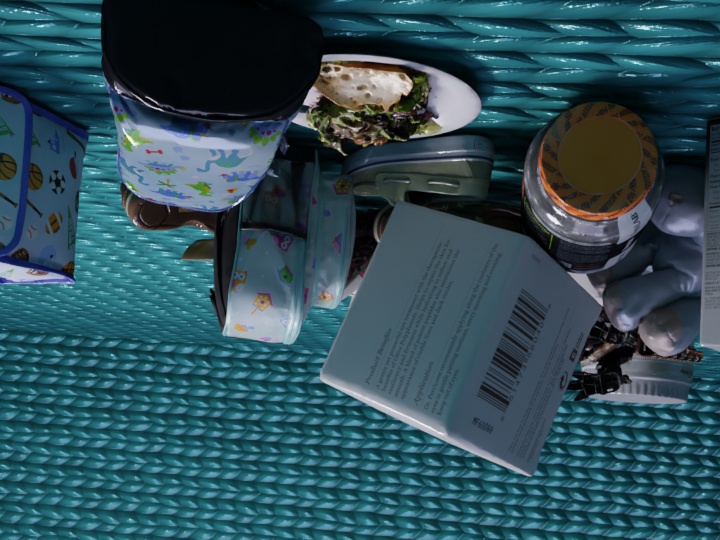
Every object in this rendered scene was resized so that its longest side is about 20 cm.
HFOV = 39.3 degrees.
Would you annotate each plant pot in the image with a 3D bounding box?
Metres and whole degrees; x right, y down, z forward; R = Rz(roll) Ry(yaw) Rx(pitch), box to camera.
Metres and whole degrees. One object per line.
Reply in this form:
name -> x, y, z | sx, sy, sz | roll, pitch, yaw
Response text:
plant pot -> -0.128, -0.028, 1.284 | 0.197, 0.028, 0.200 | -1, -179, 0

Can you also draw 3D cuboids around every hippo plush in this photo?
hippo plush -> 0.338, -0.016, 1.020 | 0.198, 0.160, 0.162 | 22, 141, 7

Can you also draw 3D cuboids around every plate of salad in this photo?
plate of salad -> 0.005, -0.138, 0.872 | 0.197, 0.049, 0.200 | 4, 169, 1

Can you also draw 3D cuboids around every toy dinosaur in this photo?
toy dinosaur -> 0.288, 0.078, 1.174 | 0.198, 0.103, 0.136 | -15, -176, 26

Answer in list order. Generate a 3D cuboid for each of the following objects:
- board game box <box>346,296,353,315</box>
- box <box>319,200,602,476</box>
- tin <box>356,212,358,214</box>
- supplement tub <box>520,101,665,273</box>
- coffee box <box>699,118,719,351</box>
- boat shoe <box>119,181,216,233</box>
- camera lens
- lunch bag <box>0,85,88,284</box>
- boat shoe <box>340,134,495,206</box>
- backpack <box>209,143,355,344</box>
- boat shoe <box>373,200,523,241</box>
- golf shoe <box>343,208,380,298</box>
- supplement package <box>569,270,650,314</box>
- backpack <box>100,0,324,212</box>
board game box -> 0.088, 0.051, 1.462 | 0.146, 0.065, 0.200 | 22, -158, 19
box -> 0.105, 0.071, 1.019 | 0.170, 0.201, 0.200 | 18, 170, 39
tin -> -0.061, -0.058, 1.354 | 0.198, 0.042, 0.112 | 9, 173, -19
supplement tub -> 0.208, -0.073, 0.919 | 0.121, 0.124, 0.200 | 3, 170, 8
coffee box -> 0.362, -0.027, 0.881 | 0.114, 0.203, 0.079 | 14, 167, -41
boat shoe -> -0.192, -0.090, 1.209 | 0.201, 0.075, 0.075 | 5, -153, -40
camera lens -> 0.399, 0.084, 1.454 | 0.158, 0.203, 0.160 | 5, 170, 1
lunch bag -> -0.363, -0.083, 0.986 | 0.122, 0.172, 0.200 | -3, 167, 21
boat shoe -> 0.051, -0.095, 1.035 | 0.071, 0.063, 0.199 | 14, 167, -41
backpack -> -0.085, -0.020, 1.077 | 0.152, 0.202, 0.176 | 14, 168, -7
boat shoe -> 0.118, -0.052, 1.151 | 0.200, 0.076, 0.075 | -4, -170, -13
golf shoe -> 0.000, 0.000, 1.234 | 0.072, 0.093, 0.200 | 5, -153, 24
supplement package -> 0.287, -0.008, 1.232 | 0.118, 0.123, 0.200 | 9, 169, -18
backpack -> -0.127, -0.126, 0.789 | 0.161, 0.156, 0.200 | 4, -179, -17
